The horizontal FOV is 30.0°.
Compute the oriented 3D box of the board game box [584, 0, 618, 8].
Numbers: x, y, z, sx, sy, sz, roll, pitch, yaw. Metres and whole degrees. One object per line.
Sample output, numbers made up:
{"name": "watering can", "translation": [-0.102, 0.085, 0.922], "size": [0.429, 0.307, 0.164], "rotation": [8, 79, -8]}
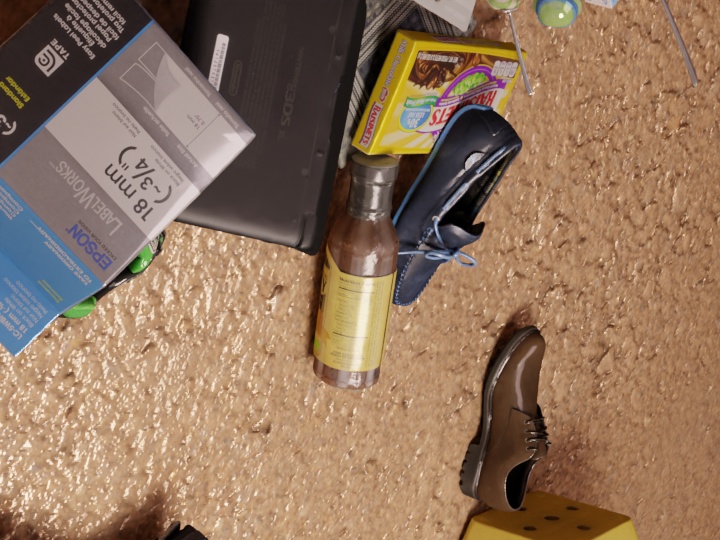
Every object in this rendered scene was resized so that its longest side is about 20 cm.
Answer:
{"name": "board game box", "translation": [0.240, -0.370, 1.267], "size": [0.135, 0.034, 0.201], "rotation": [-50, 140, -21]}

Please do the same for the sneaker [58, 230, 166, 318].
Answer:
{"name": "sneaker", "translation": [-0.153, -0.039, 0.924], "size": [0.200, 0.085, 0.078], "rotation": [-50, 139, -22]}

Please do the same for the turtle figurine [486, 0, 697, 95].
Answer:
{"name": "turtle figurine", "translation": [0.181, -0.264, 1.145], "size": [0.199, 0.143, 0.196], "rotation": [27, 62, -39]}

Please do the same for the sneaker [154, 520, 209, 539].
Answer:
{"name": "sneaker", "translation": [-0.184, 0.232, 1.021], "size": [0.146, 0.077, 0.203], "rotation": [-37, 144, -17]}

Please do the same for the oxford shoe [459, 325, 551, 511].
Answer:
{"name": "oxford shoe", "translation": [0.172, 0.158, 1.418], "size": [0.072, 0.084, 0.203], "rotation": [-5, 111, -47]}

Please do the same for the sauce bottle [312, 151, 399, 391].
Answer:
{"name": "sauce bottle", "translation": [0.000, 0.000, 1.139], "size": [0.064, 0.064, 0.203], "rotation": [-15, 121, -45]}

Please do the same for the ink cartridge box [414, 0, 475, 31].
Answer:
{"name": "ink cartridge box", "translation": [0.070, -0.308, 1.058], "size": [0.162, 0.057, 0.202], "rotation": [6, 107, -65]}

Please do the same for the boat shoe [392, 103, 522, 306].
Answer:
{"name": "boat shoe", "translation": [0.075, -0.046, 1.177], "size": [0.084, 0.068, 0.202], "rotation": [-19, 139, -50]}

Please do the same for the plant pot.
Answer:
{"name": "plant pot", "translation": [0.209, 0.358, 1.489], "size": [0.199, 0.198, 0.179], "rotation": [-11, 106, -47]}

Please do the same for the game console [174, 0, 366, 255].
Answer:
{"name": "game console", "translation": [-0.065, -0.121, 0.958], "size": [0.174, 0.116, 0.203], "rotation": [12, 88, -27]}

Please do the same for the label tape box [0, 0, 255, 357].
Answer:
{"name": "label tape box", "translation": [-0.183, -0.064, 0.815], "size": [0.200, 0.063, 0.144], "rotation": [-46, 105, -12]}

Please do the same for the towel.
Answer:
{"name": "towel", "translation": [0.007, -0.212, 1.078], "size": [0.193, 0.034, 0.201], "rotation": [-47, 141, -19]}

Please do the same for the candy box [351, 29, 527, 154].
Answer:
{"name": "candy box", "translation": [0.071, -0.149, 1.151], "size": [0.199, 0.026, 0.103], "rotation": [-10, 130, -56]}
